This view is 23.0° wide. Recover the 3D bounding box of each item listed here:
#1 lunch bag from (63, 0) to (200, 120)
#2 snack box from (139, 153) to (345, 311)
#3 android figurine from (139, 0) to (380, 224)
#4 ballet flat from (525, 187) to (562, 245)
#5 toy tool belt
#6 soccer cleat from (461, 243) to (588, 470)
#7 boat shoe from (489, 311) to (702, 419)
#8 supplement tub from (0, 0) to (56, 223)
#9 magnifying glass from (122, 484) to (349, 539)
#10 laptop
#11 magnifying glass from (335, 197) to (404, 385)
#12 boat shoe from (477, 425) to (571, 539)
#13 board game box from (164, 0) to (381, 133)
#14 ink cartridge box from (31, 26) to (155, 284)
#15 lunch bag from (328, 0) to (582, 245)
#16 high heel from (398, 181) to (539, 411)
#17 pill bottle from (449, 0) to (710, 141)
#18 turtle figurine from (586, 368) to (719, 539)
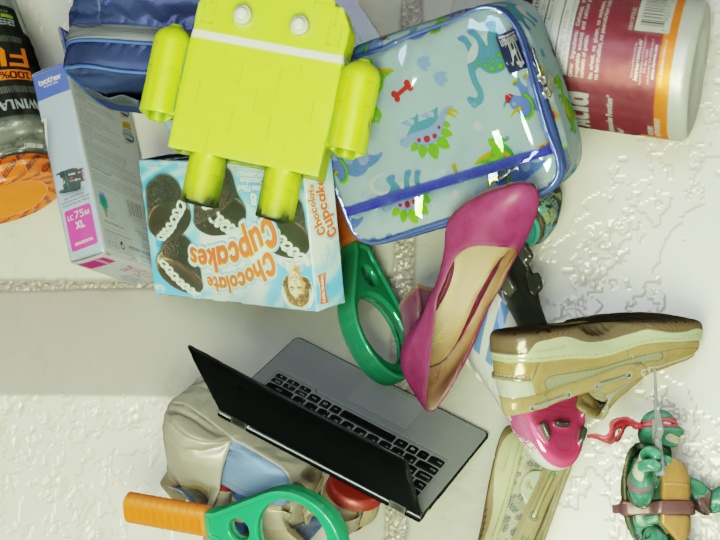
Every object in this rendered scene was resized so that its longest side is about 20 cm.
[{"bbox_3d":[-0.135,-0.185,1.443,0.198,0.136,0.134,6,82,14],"label":"lunch bag"},{"bbox_3d":[-0.098,-0.033,1.436,0.199,0.037,0.117,4,105,43],"label":"snack box"},{"bbox_3d":[-0.074,-0.141,1.338,0.180,0.041,0.202,13,89,10],"label":"android figurine"},{"bbox_3d":[0.077,-0.084,1.457,0.199,0.074,0.075,28,87,14],"label":"ballet flat"},{"bbox_3d":[-0.076,0.179,1.428,0.199,0.125,0.124,27,127,20],"label":"toy tool belt"},{"bbox_3d":[0.121,0.072,1.406,0.086,0.069,0.202,-37,59,44],"label":"soccer cleat"},{"bbox_3d":[0.180,0.075,1.353,0.198,0.071,0.077,-5,95,-30],"label":"boat shoe"},{"bbox_3d":[-0.334,-0.150,1.541,0.122,0.122,0.202,-25,75,9],"label":"supplement tub"},{"bbox_3d":[-0.098,0.197,1.365,0.198,0.022,0.080,5,109,27],"label":"magnifying glass"},{"bbox_3d":[-0.011,0.096,1.356,0.186,0.200,0.117,26,126,17],"label":"laptop"},{"bbox_3d":[0.000,0.000,1.449,0.022,0.079,0.202,-28,62,30],"label":"magnifying glass"},{"bbox_3d":[0.123,0.223,1.375,0.062,0.073,0.202,8,79,11],"label":"boat shoe"},{"bbox_3d":[-0.083,-0.176,1.521,0.198,0.043,0.201,-34,73,7],"label":"board game box"},{"bbox_3d":[-0.224,-0.095,1.502,0.042,0.119,0.202,-16,76,16],"label":"ink cartridge box"},{"bbox_3d":[0.064,-0.112,1.369,0.198,0.082,0.162,-14,99,26],"label":"lunch bag"},{"bbox_3d":[0.089,0.020,1.342,0.067,0.200,0.097,5,53,-22],"label":"high heel"},{"bbox_3d":[0.173,-0.173,1.417,0.198,0.114,0.115,10,82,16],"label":"pill bottle"},{"bbox_3d":[0.242,0.179,1.340,0.100,0.149,0.202,-13,76,53],"label":"turtle figurine"}]
